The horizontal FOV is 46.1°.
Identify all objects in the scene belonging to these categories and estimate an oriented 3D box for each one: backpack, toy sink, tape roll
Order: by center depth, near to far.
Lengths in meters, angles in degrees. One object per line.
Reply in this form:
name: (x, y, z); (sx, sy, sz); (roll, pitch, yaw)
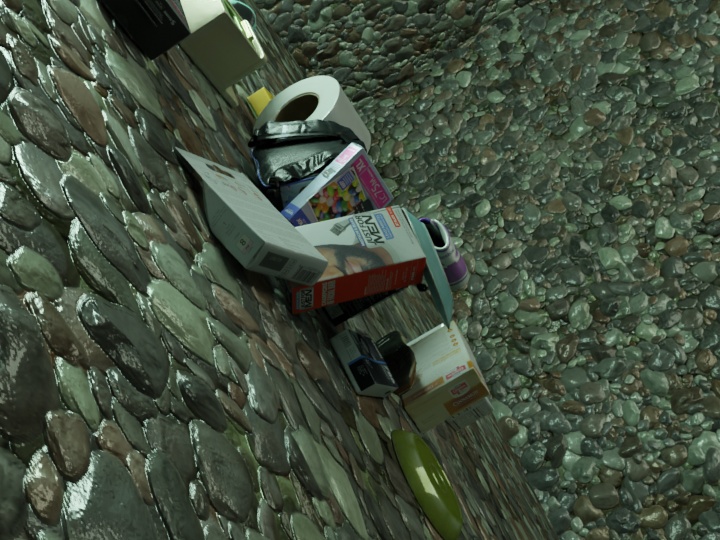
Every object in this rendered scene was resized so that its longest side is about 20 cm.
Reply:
backpack: (-0.077, -0.161, 1.439); (0.200, 0.190, 0.154); (-112, -175, -48)
toy sink: (-0.257, -0.428, 1.586); (0.200, 0.112, 0.131); (50, 12, -53)
tape roll: (-0.096, -0.273, 1.704); (0.139, 0.202, 0.203); (53, 10, -38)

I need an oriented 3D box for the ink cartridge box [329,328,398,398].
ink cartridge box: (0.012, 0.155, 1.381); (0.100, 0.039, 0.200); (61, 7, 15)

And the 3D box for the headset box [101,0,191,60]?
headset box: (-0.324, -0.410, 1.209); (0.149, 0.077, 0.200); (52, 9, -45)

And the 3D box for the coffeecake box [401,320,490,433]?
coffeecake box: (0.154, 0.206, 1.672); (0.073, 0.153, 0.200); (56, 9, -22)

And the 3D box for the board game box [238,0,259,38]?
board game box: (-0.374, -0.777, 2.479); (0.201, 0.035, 0.126); (61, 8, 13)

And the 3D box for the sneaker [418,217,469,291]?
sneaker: (0.119, -0.057, 1.453); (0.115, 0.072, 0.200); (61, -8, -31)

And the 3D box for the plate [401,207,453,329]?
plate: (0.109, -0.007, 1.305); (0.200, 0.025, 0.201); (-22, 90, -89)

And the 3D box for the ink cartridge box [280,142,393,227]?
ink cartridge box: (-0.046, -0.093, 1.352); (0.042, 0.200, 0.119); (34, -16, 49)

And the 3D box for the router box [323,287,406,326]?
router box: (0.000, 0.000, 1.468); (0.062, 0.149, 0.200); (58, 8, -21)

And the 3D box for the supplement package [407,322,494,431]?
supplement package: (0.218, 0.260, 2.060); (0.156, 0.111, 0.200); (50, 12, -53)

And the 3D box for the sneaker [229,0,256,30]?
sneaker: (-0.316, -0.514, 1.706); (0.199, 0.078, 0.140); (30, -16, -14)

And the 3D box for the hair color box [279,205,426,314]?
hair color box: (-0.019, -0.018, 1.215); (0.064, 0.199, 0.111); (95, -24, -50)

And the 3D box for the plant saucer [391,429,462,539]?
plant saucer: (0.114, 0.340, 1.361); (0.200, 0.031, 0.200); (59, 7, -12)

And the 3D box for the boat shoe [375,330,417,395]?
boat shoe: (0.076, 0.181, 1.571); (0.074, 0.075, 0.200); (60, 8, -18)

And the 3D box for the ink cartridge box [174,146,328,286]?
ink cartridge box: (-0.150, -0.067, 1.105); (0.200, 0.057, 0.162); (40, 11, 26)

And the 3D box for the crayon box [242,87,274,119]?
crayon box: (-0.187, -0.328, 1.900); (0.127, 0.051, 0.200); (61, 8, 11)

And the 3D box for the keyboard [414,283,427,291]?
keyboard: (0.076, -0.020, 1.390); (0.127, 0.021, 0.200); (64, 7, 18)
